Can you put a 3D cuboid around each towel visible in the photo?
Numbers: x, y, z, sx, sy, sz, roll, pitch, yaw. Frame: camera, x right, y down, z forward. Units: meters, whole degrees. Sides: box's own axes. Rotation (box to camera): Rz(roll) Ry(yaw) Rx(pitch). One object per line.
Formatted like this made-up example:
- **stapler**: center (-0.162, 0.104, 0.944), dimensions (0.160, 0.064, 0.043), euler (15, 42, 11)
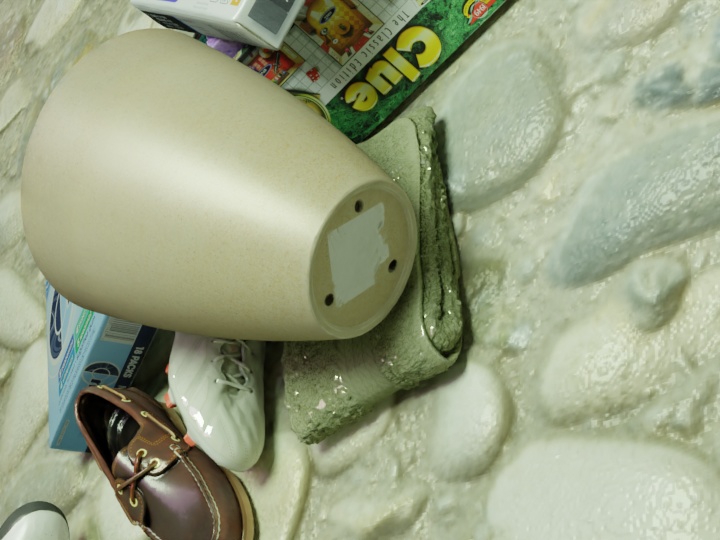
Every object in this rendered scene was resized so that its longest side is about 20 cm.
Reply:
- **towel**: center (0.000, 0.000, 0.886), dimensions (0.148, 0.036, 0.201), euler (-34, 45, 35)

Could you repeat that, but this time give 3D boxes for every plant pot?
- **plant pot**: center (-0.071, -0.034, 0.834), dimensions (0.199, 0.187, 0.189), euler (22, 85, 39)

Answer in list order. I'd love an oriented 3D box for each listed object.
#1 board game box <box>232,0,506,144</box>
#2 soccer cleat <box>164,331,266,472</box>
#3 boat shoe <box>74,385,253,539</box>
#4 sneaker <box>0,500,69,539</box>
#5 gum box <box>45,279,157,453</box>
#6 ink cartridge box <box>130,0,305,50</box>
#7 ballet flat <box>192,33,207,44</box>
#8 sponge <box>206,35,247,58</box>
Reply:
- **board game box**: center (-0.002, -0.155, 0.928), dimensions (0.200, 0.105, 0.024), euler (-43, 23, 26)
- **soccer cleat**: center (-0.092, 0.047, 0.947), dimensions (0.077, 0.069, 0.201), euler (-41, 38, 22)
- **boat shoe**: center (-0.141, 0.140, 0.945), dimensions (0.071, 0.070, 0.200), euler (-59, 38, 3)
- **sneaker**: center (-0.237, 0.274, 0.982), dimensions (0.108, 0.067, 0.203), euler (18, 86, 52)
- **gum box**: center (-0.204, 0.010, 1.079), dimensions (0.201, 0.044, 0.170), euler (-102, 32, -42)
- **ink cartridge box**: center (-0.061, -0.249, 0.923), dimensions (0.201, 0.043, 0.198), euler (-62, 31, -1)
- **ballet flat**: center (-0.099, -0.171, 1.065), dimensions (0.200, 0.070, 0.071), euler (-39, 40, 54)
- **sponge**: center (-0.003, -0.195, 0.947), dimensions (0.200, 0.111, 0.030), euler (-41, 39, 26)
